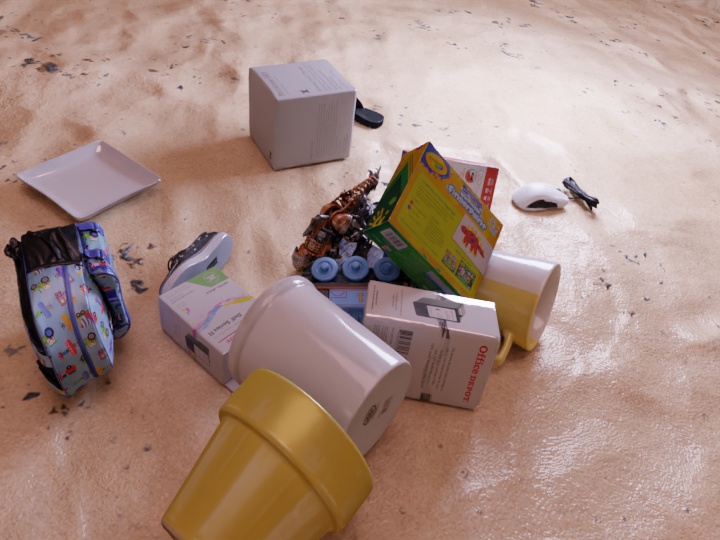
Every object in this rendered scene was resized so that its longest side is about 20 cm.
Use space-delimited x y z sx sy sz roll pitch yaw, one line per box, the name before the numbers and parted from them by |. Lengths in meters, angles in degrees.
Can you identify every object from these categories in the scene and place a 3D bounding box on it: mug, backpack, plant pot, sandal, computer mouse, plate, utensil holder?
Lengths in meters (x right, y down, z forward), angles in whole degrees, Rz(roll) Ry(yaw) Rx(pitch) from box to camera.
mug | 0.235 0.043 1.078 0.150 0.154 0.185 21 33 26
backpack | -0.393 0.059 0.885 0.131 0.186 0.202 -17 49 -21
plant pot | -0.115 0.252 0.724 0.198 0.204 0.189 31 59 25
sandal | -0.026 -0.427 1.644 0.196 0.049 0.076 23 41 14
computer mouse | 0.436 -0.174 1.450 0.194 0.045 0.111 -7 43 -20
plate | -0.524 -0.172 1.247 0.197 0.033 0.199 29 42 22
utensil holder | -0.053 0.133 0.855 0.198 0.174 0.168 34 45 26

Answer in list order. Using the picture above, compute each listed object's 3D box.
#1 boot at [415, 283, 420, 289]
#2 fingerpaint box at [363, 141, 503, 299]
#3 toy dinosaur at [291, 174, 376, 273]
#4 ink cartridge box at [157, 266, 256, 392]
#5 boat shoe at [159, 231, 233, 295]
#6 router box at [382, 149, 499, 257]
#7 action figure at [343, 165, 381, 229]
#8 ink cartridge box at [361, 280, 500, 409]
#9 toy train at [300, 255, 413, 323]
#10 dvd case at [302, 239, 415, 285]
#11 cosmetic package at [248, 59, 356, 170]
boot | 0.109 0.011 1.075 0.075 0.072 0.207 13 67 -53
fingerpaint box | 0.120 -0.068 1.017 0.199 0.073 0.170 42 59 -23
toy dinosaur | -0.036 -0.074 1.124 0.197 0.135 0.104 -34 59 13
ink cartridge box | -0.203 0.091 0.978 0.198 0.069 0.116 34 44 26
boat shoe | -0.289 -0.010 1.081 0.064 0.072 0.202 12 38 15
router box | 0.144 -0.101 1.161 0.174 0.207 0.049 5 16 -16
action figure | 0.041 -0.147 1.288 0.196 0.103 0.120 -17 56 -31
ink cartridge box | 0.094 0.112 0.955 0.193 0.149 0.085 10 37 0
toy train | -0.008 0.043 1.054 0.193 0.088 0.117 0 58 1
dvd case | 0.000 0.000 1.171 0.196 0.016 0.148 27 42 20
cosmetic package | -0.133 -0.353 1.441 0.195 0.170 0.168 -15 45 -26
